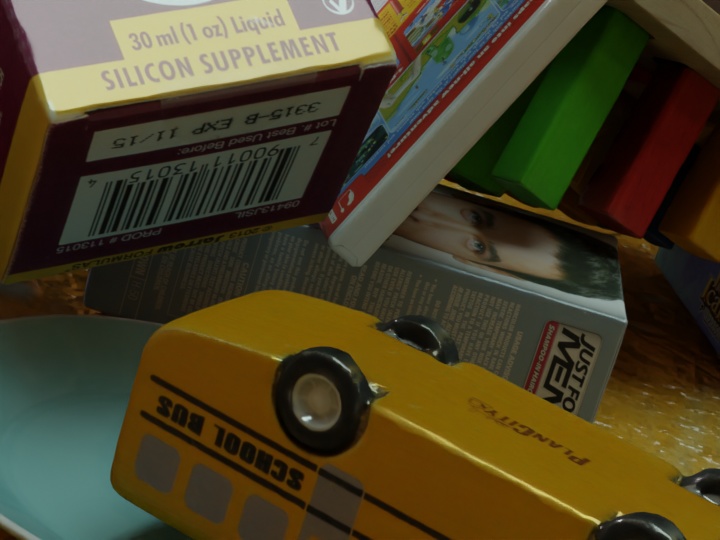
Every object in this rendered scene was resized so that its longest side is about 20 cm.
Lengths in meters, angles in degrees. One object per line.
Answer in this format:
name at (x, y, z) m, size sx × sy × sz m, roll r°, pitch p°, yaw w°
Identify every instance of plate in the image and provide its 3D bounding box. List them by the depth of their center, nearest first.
plate at (-0.052, 0.070, 0.855) m, size 0.199 × 0.026 × 0.200 m, roll 15°, pitch 21°, yaw -6°

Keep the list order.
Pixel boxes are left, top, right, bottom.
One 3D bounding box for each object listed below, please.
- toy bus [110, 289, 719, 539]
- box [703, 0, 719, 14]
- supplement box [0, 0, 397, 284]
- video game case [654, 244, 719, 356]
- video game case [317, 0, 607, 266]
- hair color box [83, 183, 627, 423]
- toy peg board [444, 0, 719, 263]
toy bus at (0.027, 0.070, 0.768) m, size 0.199 × 0.079 × 0.065 m, roll 27°, pitch 21°, yaw 24°
box at (0.199, -0.097, 1.180) m, size 0.199 × 0.075 × 0.100 m, roll 25°, pitch -4°, yaw -11°
supplement box at (-0.090, -0.113, 0.921) m, size 0.130 × 0.103 × 0.201 m, roll -13°, pitch 62°, yaw -25°
video game case at (0.241, 0.035, 1.155) m, size 0.180 × 0.046 × 0.200 m, roll 13°, pitch 20°, yaw -16°
video game case at (0.022, -0.095, 1.011) m, size 0.017 × 0.143 × 0.200 m, roll 38°, pitch 11°, yaw -24°
hair color box at (0.000, 0.000, 1.027) m, size 0.199 × 0.061 × 0.099 m, roll 17°, pitch 20°, yaw -3°
toy peg board at (0.097, -0.053, 1.108) m, size 0.199 × 0.098 × 0.200 m, roll 34°, pitch -6°, yaw -32°
